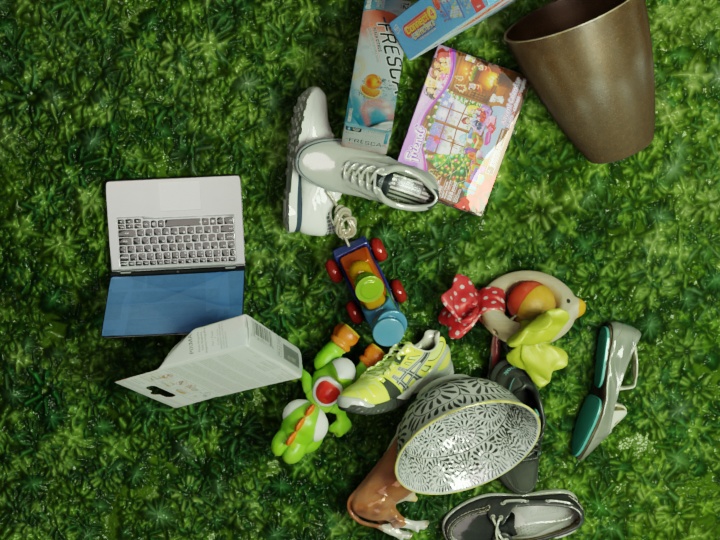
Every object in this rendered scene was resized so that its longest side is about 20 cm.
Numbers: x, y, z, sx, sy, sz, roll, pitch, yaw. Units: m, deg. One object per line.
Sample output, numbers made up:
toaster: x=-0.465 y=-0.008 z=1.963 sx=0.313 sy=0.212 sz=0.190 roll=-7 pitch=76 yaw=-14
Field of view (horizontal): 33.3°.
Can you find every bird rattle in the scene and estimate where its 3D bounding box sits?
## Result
bird rattle: x=0.209 y=0.060 z=1.625 sx=0.163 sy=0.200 sz=0.113 roll=-32 pitch=130 yaw=-29

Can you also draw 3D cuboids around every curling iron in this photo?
curling iron: x=0.195 y=0.163 z=1.681 sx=0.049 sy=0.026 sz=0.201 roll=10 pitch=96 yaw=1

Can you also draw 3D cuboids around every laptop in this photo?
laptop: x=-0.251 y=-0.022 z=1.608 sx=0.186 sy=0.116 sz=0.201 roll=-3 pitch=96 yaw=-2

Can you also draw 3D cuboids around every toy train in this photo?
toy train: x=0.000 y=0.000 z=1.593 sx=0.084 sy=0.116 sz=0.201 roll=-26 pitch=116 yaw=1

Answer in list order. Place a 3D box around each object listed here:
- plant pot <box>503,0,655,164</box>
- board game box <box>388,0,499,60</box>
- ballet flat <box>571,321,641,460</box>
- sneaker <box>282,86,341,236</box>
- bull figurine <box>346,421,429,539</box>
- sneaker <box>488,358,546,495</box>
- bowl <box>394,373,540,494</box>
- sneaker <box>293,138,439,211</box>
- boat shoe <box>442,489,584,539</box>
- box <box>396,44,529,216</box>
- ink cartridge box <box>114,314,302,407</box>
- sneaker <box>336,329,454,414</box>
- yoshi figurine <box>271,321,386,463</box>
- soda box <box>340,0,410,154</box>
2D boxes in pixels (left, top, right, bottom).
plant pot: x=0.309 y=-0.250 z=1.579 sx=0.186 sy=0.187 sz=0.201 roll=-24 pitch=111 yaw=1
board game box: x=0.163 y=-0.356 z=1.505 sx=0.195 sy=0.200 sz=0.056 roll=-33 pitch=95 yaw=-28
ballet flat: x=0.347 y=0.172 z=1.667 sx=0.063 sy=0.067 sz=0.201 roll=12 pitch=96 yaw=-10
sneaker: x=-0.058 y=-0.147 z=1.627 sx=0.080 sy=0.076 sz=0.201 roll=4 pitch=103 yaw=-11
bull figurine: x=0.070 y=0.280 z=1.671 sx=0.121 sy=0.065 sz=0.200 roll=40 pitch=92 yaw=-2
sneaker: x=0.215 y=0.223 z=1.649 sx=0.075 sy=0.079 sz=0.201 roll=-14 pitch=108 yaw=-15
bowl: x=0.127 y=0.198 z=1.579 sx=0.200 sy=0.094 sz=0.201 roll=-12 pitch=140 yaw=-10
sneaker: x=0.013 y=-0.127 z=1.574 sx=0.199 sy=0.071 sz=0.073 roll=11 pitch=98 yaw=-10
boat shoe: x=0.214 y=0.353 z=1.685 sx=0.199 sy=0.060 sz=0.074 roll=-6 pitch=97 yaw=0
box: x=0.134 y=-0.189 z=1.636 sx=0.136 sy=0.039 sz=0.201 roll=19 pitch=96 yaw=-3
ink cartridge box: x=-0.200 y=0.124 z=1.597 sx=0.199 sy=0.163 sz=0.057 roll=-11 pitch=67 yaw=20
sneaker: x=0.042 y=0.137 z=1.615 sx=0.199 sy=0.075 sz=0.077 roll=-21 pitch=108 yaw=-42
yoshi figurine: x=-0.053 y=0.176 z=1.659 sx=0.200 sy=0.112 sz=0.112 roll=-53 pitch=136 yaw=-10
soda box: x=0.021 y=-0.257 z=1.572 sx=0.063 sy=0.068 sz=0.201 roll=9 pitch=68 yaw=-2
